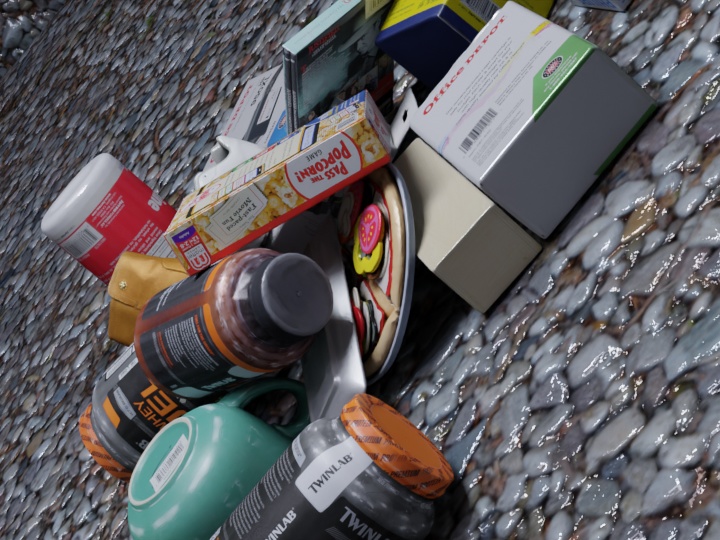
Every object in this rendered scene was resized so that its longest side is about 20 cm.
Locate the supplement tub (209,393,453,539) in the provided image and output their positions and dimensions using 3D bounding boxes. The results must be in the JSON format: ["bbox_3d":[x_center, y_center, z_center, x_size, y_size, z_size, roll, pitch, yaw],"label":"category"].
[{"bbox_3d":[-0.030,0.196,1.251,0.200,0.122,0.123,-50,24,11],"label":"supplement tub"}]

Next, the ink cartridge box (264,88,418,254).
[{"bbox_3d":[-0.022,-0.092,1.618,0.200,0.068,0.115,-61,10,14],"label":"ink cartridge box"}]

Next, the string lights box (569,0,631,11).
[{"bbox_3d":[0.158,-0.315,1.488,0.059,0.200,0.103,-54,23,-2],"label":"string lights box"}]

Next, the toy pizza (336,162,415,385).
[{"bbox_3d":[0.000,0.000,1.458,0.200,0.032,0.201,-176,90,-72],"label":"toy pizza"}]

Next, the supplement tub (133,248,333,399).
[{"bbox_3d":[-0.107,0.044,1.445,0.200,0.107,0.107,-23,38,52],"label":"supplement tub"}]

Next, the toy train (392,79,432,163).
[{"bbox_3d":[0.038,-0.110,1.645,0.046,0.034,0.200,-29,33,50],"label":"toy train"}]

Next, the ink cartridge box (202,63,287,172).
[{"bbox_3d":[-0.072,-0.157,1.848,0.200,0.084,0.145,-17,43,55],"label":"ink cartridge box"}]

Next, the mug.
[{"bbox_3d":[-0.126,0.180,1.460,0.152,0.114,0.185,-34,31,38],"label":"mug"}]

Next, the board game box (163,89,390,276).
[{"bbox_3d":[-0.070,-0.080,1.473,0.200,0.046,0.152,-30,12,9],"label":"board game box"}]

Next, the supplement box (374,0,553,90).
[{"bbox_3d":[0.118,-0.279,1.629,0.109,0.109,0.200,-13,47,56],"label":"supplement box"}]

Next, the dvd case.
[{"bbox_3d":[-0.019,-0.189,1.665,0.146,0.022,0.200,-43,-24,-25],"label":"dvd case"}]

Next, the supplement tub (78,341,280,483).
[{"bbox_3d":[-0.176,0.111,1.637,0.200,0.122,0.123,-45,25,21],"label":"supplement tub"}]

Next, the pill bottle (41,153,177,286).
[{"bbox_3d":[-0.236,-0.024,1.816,0.112,0.200,0.112,-44,17,17],"label":"pill bottle"}]

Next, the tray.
[{"bbox_3d":[-0.034,0.056,1.460,0.107,0.022,0.200,112,155,-44],"label":"tray"}]

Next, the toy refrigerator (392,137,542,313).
[{"bbox_3d":[0.077,-0.040,1.439,0.076,0.070,0.200,-48,26,4],"label":"toy refrigerator"}]

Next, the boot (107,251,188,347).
[{"bbox_3d":[-0.181,0.003,1.722,0.071,0.144,0.201,-9,-59,-69],"label":"boot"}]

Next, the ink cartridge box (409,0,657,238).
[{"bbox_3d":[0.140,-0.132,1.420,0.145,0.084,0.200,-50,24,5],"label":"ink cartridge box"}]

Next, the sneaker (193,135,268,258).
[{"bbox_3d":[-0.129,-0.048,1.615,0.075,0.087,0.200,122,167,-45],"label":"sneaker"}]
